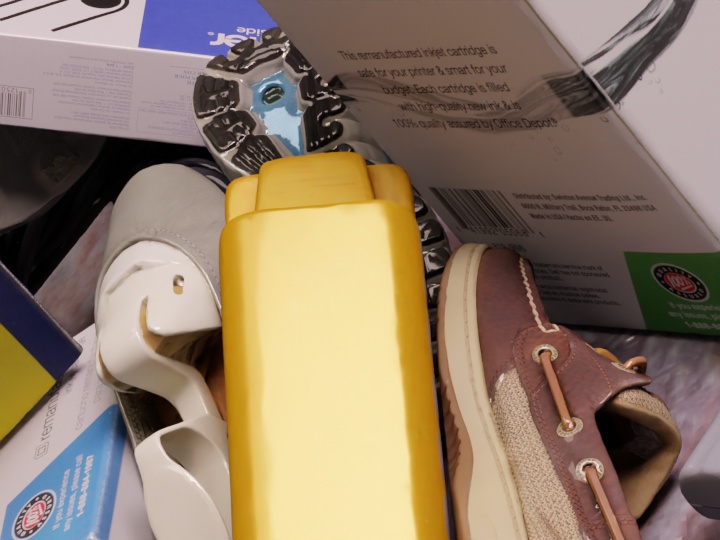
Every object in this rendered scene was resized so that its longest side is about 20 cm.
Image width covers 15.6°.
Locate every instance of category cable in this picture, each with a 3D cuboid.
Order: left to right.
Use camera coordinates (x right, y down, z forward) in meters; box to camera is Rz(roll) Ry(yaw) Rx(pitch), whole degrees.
[{"bbox_3d":[-0.110,0.002,1.079,0.163,0.051,0.200,-50,32,15],"label":"cable"}]

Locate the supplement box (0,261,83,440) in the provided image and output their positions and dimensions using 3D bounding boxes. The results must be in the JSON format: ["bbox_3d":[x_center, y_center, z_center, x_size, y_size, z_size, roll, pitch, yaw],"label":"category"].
[{"bbox_3d":[-0.214,0.051,0.898,0.200,0.110,0.109,-47,59,-8],"label":"supplement box"}]

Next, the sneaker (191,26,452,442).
[{"bbox_3d":[0.000,0.000,0.960,0.078,0.090,0.200,-21,49,8],"label":"sneaker"}]

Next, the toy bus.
[{"bbox_3d":[-0.008,0.049,0.795,0.065,0.078,0.200,-5,59,1],"label":"toy bus"}]

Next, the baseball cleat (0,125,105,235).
[{"bbox_3d":[-0.202,-0.026,1.110,0.200,0.070,0.106,-28,5,-11],"label":"baseball cleat"}]

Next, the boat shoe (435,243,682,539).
[{"bbox_3d":[0.063,0.058,0.806,0.072,0.072,0.200,-6,31,2],"label":"boat shoe"}]

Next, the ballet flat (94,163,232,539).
[{"bbox_3d":[-0.054,0.044,0.869,0.067,0.064,0.200,-35,62,27],"label":"ballet flat"}]

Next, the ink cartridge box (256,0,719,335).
[{"bbox_3d":[0.060,-0.075,0.842,0.083,0.200,0.147,-52,28,-20],"label":"ink cartridge box"}]

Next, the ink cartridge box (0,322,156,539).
[{"bbox_3d":[-0.138,0.122,0.947,0.200,0.084,0.145,-32,28,21],"label":"ink cartridge box"}]

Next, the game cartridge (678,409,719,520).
[{"bbox_3d":[0.188,0.021,0.711,0.200,0.042,0.133,1,53,55],"label":"game cartridge"}]

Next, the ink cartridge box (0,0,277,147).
[{"bbox_3d":[-0.099,-0.094,1.064,0.200,0.044,0.094,7,31,-3],"label":"ink cartridge box"}]
